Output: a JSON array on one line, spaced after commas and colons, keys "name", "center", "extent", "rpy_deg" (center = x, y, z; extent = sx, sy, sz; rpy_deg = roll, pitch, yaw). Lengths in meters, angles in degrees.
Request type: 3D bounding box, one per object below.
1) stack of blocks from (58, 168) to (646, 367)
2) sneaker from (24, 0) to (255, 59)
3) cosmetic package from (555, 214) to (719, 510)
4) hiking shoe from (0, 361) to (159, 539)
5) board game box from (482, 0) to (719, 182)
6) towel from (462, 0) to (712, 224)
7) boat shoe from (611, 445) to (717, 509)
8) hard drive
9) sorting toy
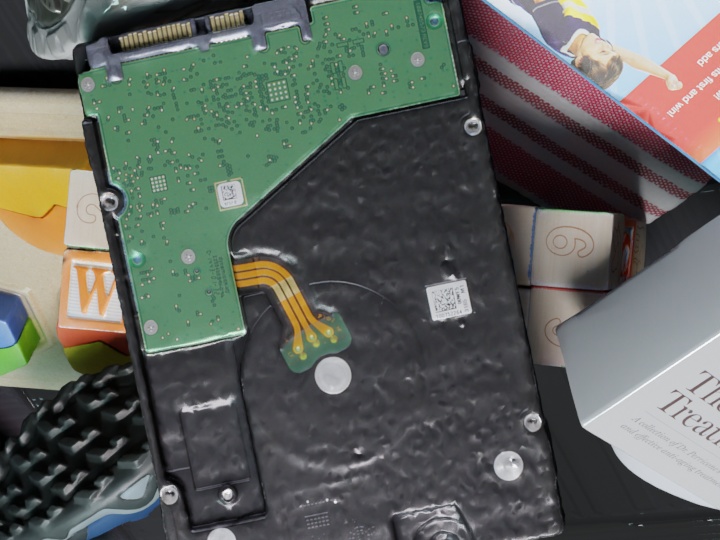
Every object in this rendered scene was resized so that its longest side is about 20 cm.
[{"name": "stack of blocks", "center": [0.000, 0.000, 1.087], "extent": [0.199, 0.059, 0.115], "rpy_deg": [5, -179, 14]}, {"name": "sneaker", "center": [-0.051, -0.116, 1.038], "extent": [0.099, 0.078, 0.200], "rpy_deg": [8, 167, -32]}, {"name": "cosmetic package", "center": [0.191, 0.038, 1.031], "extent": [0.151, 0.052, 0.200], "rpy_deg": [-38, 133, 25]}, {"name": "hiking shoe", "center": [-0.065, 0.072, 1.213], "extent": [0.200, 0.075, 0.087], "rpy_deg": [-33, 132, 11]}, {"name": "board game box", "center": [0.130, -0.142, 0.929], "extent": [0.196, 0.056, 0.200], "rpy_deg": [35, 124, -21]}, {"name": "towel", "center": [0.095, -0.091, 1.058], "extent": [0.146, 0.030, 0.200], "rpy_deg": [33, 140, -18]}, {"name": "boat shoe", "center": [0.198, 0.056, 1.147], "extent": [0.198, 0.074, 0.068], "rpy_deg": [9, 144, 10]}, {"name": "hard drive", "center": [-0.014, 0.006, 1.010], "extent": [0.139, 0.038, 0.201], "rpy_deg": [-12, 92, 4]}, {"name": "sorting toy", "center": [-0.144, -0.005, 1.231], "extent": [0.199, 0.037, 0.186], "rpy_deg": [-1, 137, 20]}]
